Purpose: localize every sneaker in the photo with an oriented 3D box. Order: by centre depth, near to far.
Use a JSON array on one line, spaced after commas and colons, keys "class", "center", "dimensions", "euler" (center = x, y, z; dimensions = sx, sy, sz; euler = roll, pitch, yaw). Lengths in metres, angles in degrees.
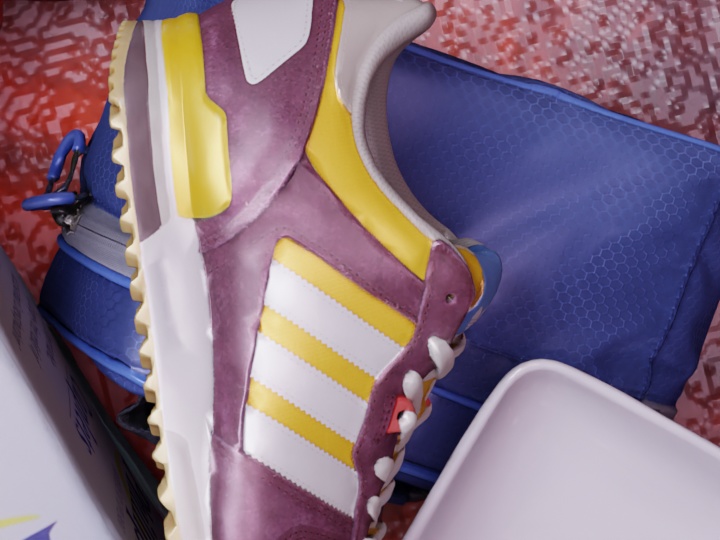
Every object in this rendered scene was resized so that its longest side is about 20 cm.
[{"class": "sneaker", "center": [-0.005, 0.030, 0.643], "dimensions": [0.090, 0.075, 0.201], "euler": [-9, 98, 2]}]

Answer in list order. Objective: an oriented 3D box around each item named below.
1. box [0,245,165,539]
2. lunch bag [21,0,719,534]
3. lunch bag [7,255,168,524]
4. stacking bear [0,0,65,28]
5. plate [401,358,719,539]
[{"class": "box", "center": [-0.159, 0.070, 0.677], "dimensions": [0.184, 0.105, 0.200], "euler": [-29, 106, -2]}, {"class": "lunch bag", "center": [0.000, 0.000, 0.750], "dimensions": [0.199, 0.136, 0.133], "euler": [17, 92, -15]}, {"class": "lunch bag", "center": [-0.136, 0.085, 0.786], "dimensions": [0.160, 0.077, 0.200], "euler": [-33, 96, -3]}, {"class": "stacking bear", "center": [-0.149, -0.089, 0.754], "dimensions": [0.199, 0.114, 0.122], "euler": [-25, 79, -8]}, {"class": "plate", "center": [0.072, 0.138, 0.728], "dimensions": [0.200, 0.032, 0.200], "euler": [27, 106, -20]}]
